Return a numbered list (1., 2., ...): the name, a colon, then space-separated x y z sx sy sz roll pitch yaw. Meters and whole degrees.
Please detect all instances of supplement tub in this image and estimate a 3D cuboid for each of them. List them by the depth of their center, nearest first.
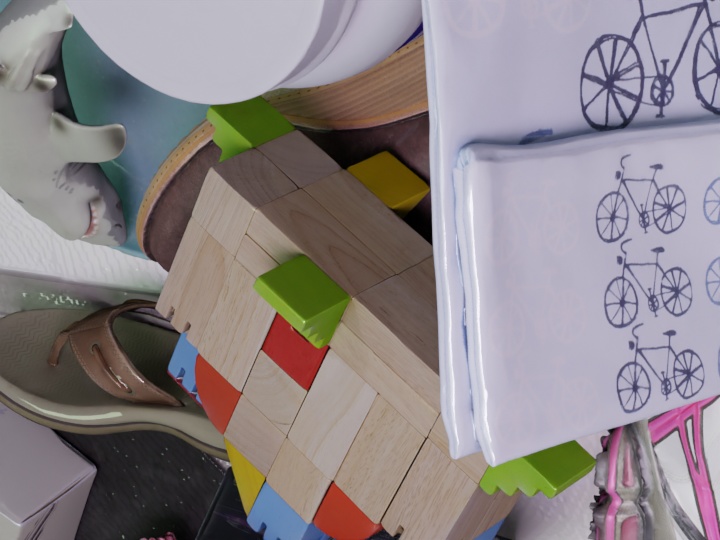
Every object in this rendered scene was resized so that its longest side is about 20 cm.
1. supplement tub: -0.006 -0.152 0.714 0.145 0.200 0.145 18 125 28

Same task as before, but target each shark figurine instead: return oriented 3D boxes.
1. shark figurine: -0.133 -0.104 0.879 0.128 0.090 0.214 18 142 -13

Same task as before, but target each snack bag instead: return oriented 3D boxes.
1. snack bag: 0.092 -0.046 0.691 0.021 0.189 0.200 2 98 46

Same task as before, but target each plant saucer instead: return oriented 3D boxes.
1. plant saucer: -0.106 -0.101 0.931 0.200 0.036 0.200 18 124 29

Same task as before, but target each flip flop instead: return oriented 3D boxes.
1. flip flop: -0.100 0.046 0.978 0.200 0.081 0.058 13 130 26

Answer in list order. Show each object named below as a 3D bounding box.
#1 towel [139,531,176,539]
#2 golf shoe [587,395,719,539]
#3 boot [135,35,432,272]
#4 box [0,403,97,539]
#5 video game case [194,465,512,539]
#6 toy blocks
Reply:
1. towel: -0.119 0.243 1.101 0.200 0.023 0.144 -46 64 52
2. golf shoe: 0.142 0.039 0.806 0.092 0.073 0.200 5 119 15
3. boot: 0.000 0.000 0.809 0.200 0.072 0.166 -33 67 30
4. box: -0.221 0.172 1.150 0.082 0.068 0.200 34 131 17
5. video game case: 0.003 0.125 0.852 0.143 0.200 0.019 15 95 0
6. toy blocks: -0.009 0.049 0.757 0.200 0.100 0.137 42 132 20
